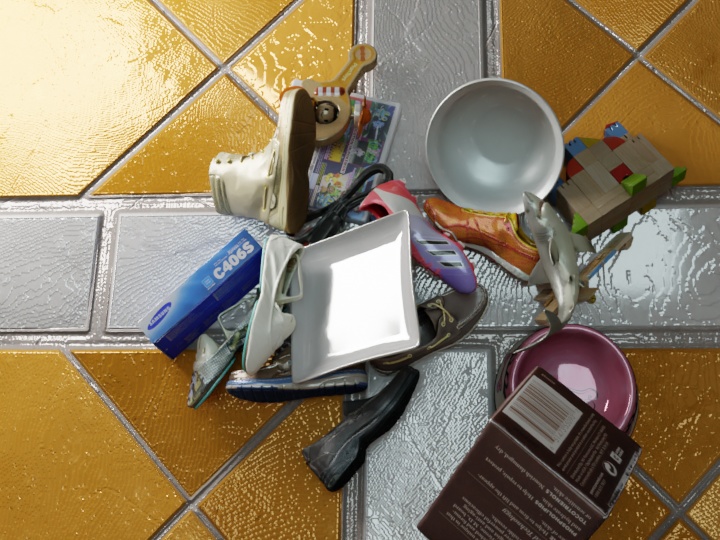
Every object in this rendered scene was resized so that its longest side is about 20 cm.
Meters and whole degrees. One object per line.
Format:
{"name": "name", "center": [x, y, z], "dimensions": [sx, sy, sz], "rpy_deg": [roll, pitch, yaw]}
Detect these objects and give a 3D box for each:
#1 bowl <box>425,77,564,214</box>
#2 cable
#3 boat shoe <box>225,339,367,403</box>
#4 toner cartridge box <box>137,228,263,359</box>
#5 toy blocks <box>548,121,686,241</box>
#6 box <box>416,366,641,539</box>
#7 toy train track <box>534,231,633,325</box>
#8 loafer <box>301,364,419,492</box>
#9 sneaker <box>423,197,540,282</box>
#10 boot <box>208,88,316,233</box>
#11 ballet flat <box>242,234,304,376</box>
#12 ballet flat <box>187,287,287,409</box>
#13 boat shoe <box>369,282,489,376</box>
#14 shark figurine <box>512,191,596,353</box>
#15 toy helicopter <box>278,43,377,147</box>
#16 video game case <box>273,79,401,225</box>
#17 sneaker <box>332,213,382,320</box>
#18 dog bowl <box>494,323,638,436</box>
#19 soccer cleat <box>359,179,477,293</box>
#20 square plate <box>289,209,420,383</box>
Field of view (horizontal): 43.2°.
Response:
{"name": "bowl", "center": [0.199, -0.185, 1.308], "dimensions": [0.197, 0.091, 0.205], "rpy_deg": [8, 116, 17]}
{"name": "cable", "center": [-0.033, -0.079, 1.333], "dimensions": [0.097, 0.050, 0.201], "rpy_deg": [37, 85, 30]}
{"name": "boat shoe", "center": [-0.090, 0.139, 1.267], "dimensions": [0.195, 0.073, 0.074], "rpy_deg": [-2, 66, -6]}
{"name": "toner cartridge box", "center": [-0.217, 0.035, 1.295], "dimensions": [0.199, 0.095, 0.043], "rpy_deg": [-42, 72, -9]}
{"name": "toy blocks", "center": [0.346, -0.139, 1.308], "dimensions": [0.198, 0.100, 0.138], "rpy_deg": [-32, 60, -5]}
{"name": "box", "center": [0.204, 0.263, 1.097], "dimensions": [0.163, 0.165, 0.202], "rpy_deg": [37, 123, 15]}
{"name": "toy train track", "center": [0.317, 0.018, 1.265], "dimensions": [0.199, 0.114, 0.033], "rpy_deg": [-42, 106, -23]}
{"name": "loafer", "center": [0.002, 0.200, 1.234], "dimensions": [0.072, 0.073, 0.200], "rpy_deg": [38, 78, 20]}
{"name": "sneaker", "center": [0.183, -0.060, 1.291], "dimensions": [0.197, 0.073, 0.078], "rpy_deg": [26, 111, 4]}
{"name": "boot", "center": [-0.144, -0.167, 1.315], "dimensions": [0.153, 0.072, 0.204], "rpy_deg": [14, 108, 29]}
{"name": "ballet flat", "center": [-0.113, 0.045, 1.236], "dimensions": [0.068, 0.070, 0.204], "rpy_deg": [5, 67, 7]}
{"name": "ballet flat", "center": [-0.189, 0.101, 1.281], "dimensions": [0.072, 0.072, 0.201], "rpy_deg": [38, 74, 15]}
{"name": "boat shoe", "center": [0.097, 0.077, 1.269], "dimensions": [0.198, 0.060, 0.073], "rpy_deg": [-31, 71, -5]}
{"name": "shark figurine", "center": [0.250, 0.017, 1.209], "dimensions": [0.127, 0.089, 0.218], "rpy_deg": [22, 56, -33]}
{"name": "toy helicopter", "center": [-0.026, -0.265, 1.365], "dimensions": [0.130, 0.079, 0.202], "rpy_deg": [24, 64, 18]}
{"name": "video game case", "center": [-0.048, -0.182, 1.388], "dimensions": [0.179, 0.023, 0.204], "rpy_deg": [14, 73, 10]}
{"name": "sneaker", "center": [0.000, 0.000, 1.300], "dimensions": [0.077, 0.070, 0.203], "rpy_deg": [-7, 53, 34]}
{"name": "dog bowl", "center": [0.279, 0.163, 1.216], "dimensions": [0.196, 0.074, 0.204], "rpy_deg": [-2, 71, 5]}
{"name": "soccer cleat", "center": [0.081, -0.038, 1.261], "dimensions": [0.076, 0.067, 0.201], "rpy_deg": [-33, 77, -26]}
{"name": "square plate", "center": [-0.009, 0.038, 1.222], "dimensions": [0.197, 0.028, 0.202], "rpy_deg": [-19, 58, 26]}
